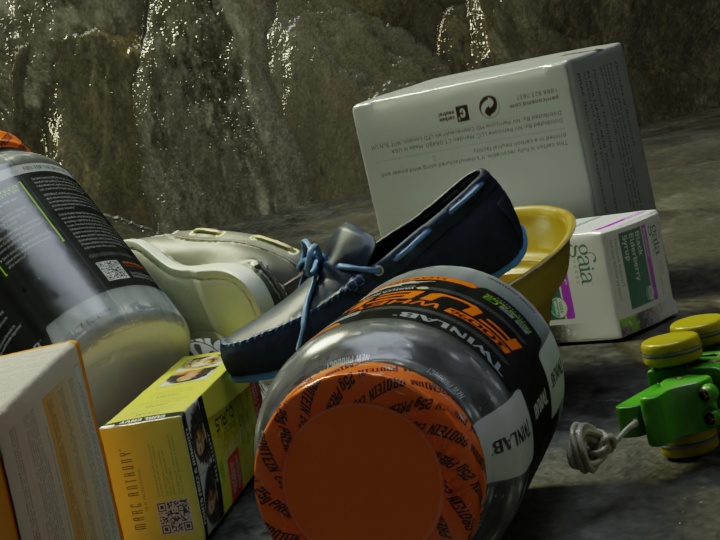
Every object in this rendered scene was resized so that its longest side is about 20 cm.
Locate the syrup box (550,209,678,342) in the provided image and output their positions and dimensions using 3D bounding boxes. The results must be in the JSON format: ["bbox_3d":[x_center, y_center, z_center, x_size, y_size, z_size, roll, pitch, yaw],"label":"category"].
[{"bbox_3d":[0.129,0.009,1.321,0.200,0.079,0.081,-6,9,43],"label":"syrup box"}]

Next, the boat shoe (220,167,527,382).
[{"bbox_3d":[0.000,0.000,1.049,0.200,0.069,0.084,-28,16,-21],"label":"boat shoe"}]

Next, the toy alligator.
[{"bbox_3d":[0.168,0.063,0.883,0.054,0.059,0.200,-8,8,33],"label":"toy alligator"}]

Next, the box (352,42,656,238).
[{"bbox_3d":[0.125,-0.068,1.452,0.199,0.201,0.131,-9,8,29],"label":"box"}]

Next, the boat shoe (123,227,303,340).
[{"bbox_3d":[-0.102,0.007,1.179,0.060,0.072,0.202,-29,22,-31],"label":"boat shoe"}]

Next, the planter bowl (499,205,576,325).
[{"bbox_3d":[0.057,0.037,1.136,0.200,0.084,0.200,-20,16,6],"label":"planter bowl"}]

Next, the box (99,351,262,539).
[{"bbox_3d":[-0.097,0.100,1.019,0.050,0.075,0.200,-10,6,8],"label":"box"}]

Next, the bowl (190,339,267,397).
[{"bbox_3d":[-0.169,0.073,1.284,0.200,0.094,0.201,-12,8,2],"label":"bowl"}]

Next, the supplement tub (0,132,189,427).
[{"bbox_3d":[-0.211,0.008,1.154,0.122,0.200,0.123,-30,-29,-19],"label":"supplement tub"}]

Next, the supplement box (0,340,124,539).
[{"bbox_3d":[-0.166,0.113,0.802,0.073,0.126,0.200,-11,6,2],"label":"supplement box"}]

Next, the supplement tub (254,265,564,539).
[{"bbox_3d":[0.024,0.071,0.815,0.122,0.123,0.200,-11,7,14],"label":"supplement tub"}]
